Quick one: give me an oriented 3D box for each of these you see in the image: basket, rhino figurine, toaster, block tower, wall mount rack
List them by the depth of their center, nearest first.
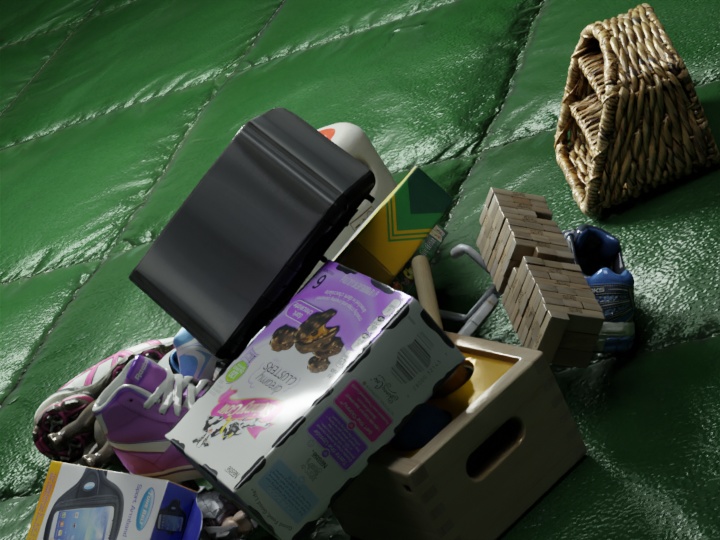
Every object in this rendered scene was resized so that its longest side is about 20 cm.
[{"bbox_3d":[0.150,0.007,1.691,0.057,0.054,0.200,9,31,-16],"label":"block tower"},{"bbox_3d":[-0.089,-0.029,1.696,0.181,0.118,0.200,-52,-1,14],"label":"toaster"},{"bbox_3d":[0.051,0.061,1.804,0.200,0.074,0.174,-48,-2,-28],"label":"wall mount rack"},{"bbox_3d":[-0.215,0.168,1.884,0.087,0.060,0.200,-40,30,-19],"label":"rhino figurine"},{"bbox_3d":[0.249,-0.168,1.979,0.148,0.143,0.200,-23,24,7],"label":"basket"}]

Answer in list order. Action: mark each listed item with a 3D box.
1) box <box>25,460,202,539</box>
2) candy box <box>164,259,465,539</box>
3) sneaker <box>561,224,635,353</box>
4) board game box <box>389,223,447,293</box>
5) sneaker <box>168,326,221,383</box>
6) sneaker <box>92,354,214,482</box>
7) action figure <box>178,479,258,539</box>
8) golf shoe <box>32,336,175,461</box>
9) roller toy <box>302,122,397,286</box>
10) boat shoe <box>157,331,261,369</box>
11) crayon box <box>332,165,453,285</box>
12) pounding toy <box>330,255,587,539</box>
[{"bbox_3d":[-0.214,0.232,1.711,0.199,0.041,0.120,0,69,49],"label":"box"},{"bbox_3d":[-0.039,0.099,1.556,0.200,0.072,0.168,-47,25,-10],"label":"candy box"},{"bbox_3d":[0.197,-0.005,1.751,0.077,0.086,0.200,1,24,-17],"label":"sneaker"},{"bbox_3d":[0.023,0.026,1.870,0.105,0.023,0.200,-46,3,24],"label":"board game box"},{"bbox_3d":[-0.139,0.104,1.809,0.072,0.072,0.200,-45,-15,-24],"label":"sneaker"},{"bbox_3d":[-0.140,0.115,1.692,0.200,0.115,0.073,-18,29,27],"label":"sneaker"},{"bbox_3d":[-0.104,0.180,1.738,0.130,0.070,0.200,5,42,43],"label":"action figure"},{"bbox_3d":[-0.239,0.112,2.008,0.199,0.073,0.092,-25,22,5],"label":"golf shoe"},{"bbox_3d":[-0.046,-0.049,2.048,0.182,0.140,0.200,-29,14,16],"label":"roller toy"},{"bbox_3d":[-0.123,0.088,1.894,0.200,0.064,0.071,-26,35,47],"label":"boat shoe"},{"bbox_3d":[0.000,0.000,1.779,0.127,0.051,0.200,-47,2,34],"label":"crayon box"},{"bbox_3d":[0.062,0.109,1.613,0.200,0.143,0.184,-40,27,-26],"label":"pounding toy"}]
